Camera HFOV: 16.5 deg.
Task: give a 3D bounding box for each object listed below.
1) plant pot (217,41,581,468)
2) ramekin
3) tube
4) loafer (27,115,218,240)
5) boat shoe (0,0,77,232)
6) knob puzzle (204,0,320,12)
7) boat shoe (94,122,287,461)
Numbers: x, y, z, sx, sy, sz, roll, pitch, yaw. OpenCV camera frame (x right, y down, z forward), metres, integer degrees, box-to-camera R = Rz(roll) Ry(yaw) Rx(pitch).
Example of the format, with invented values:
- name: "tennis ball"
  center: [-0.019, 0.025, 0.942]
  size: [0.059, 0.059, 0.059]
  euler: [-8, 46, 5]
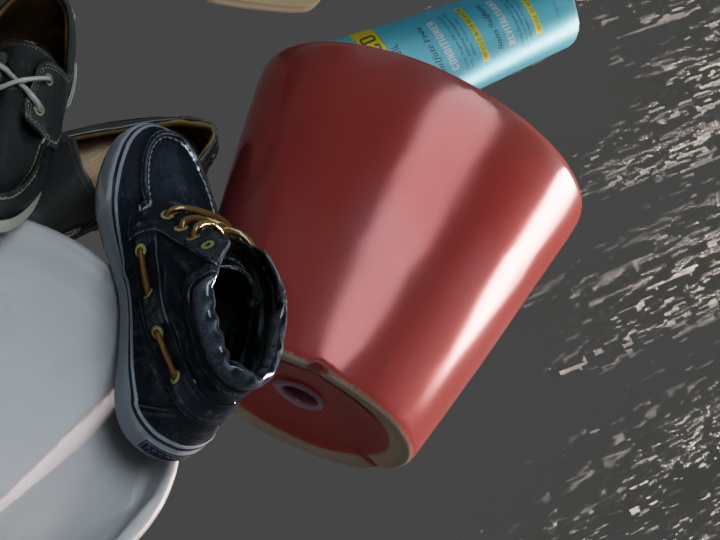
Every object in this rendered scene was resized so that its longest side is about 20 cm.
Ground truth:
- name: "plant pot"
  center: [0.000, 0.000, 1.383]
  size: [0.200, 0.200, 0.178]
  euler: [32, 67, -12]
- name: "ramekin"
  center: [-0.199, 0.080, 1.287]
  size: [0.201, 0.094, 0.203]
  euler: [12, 62, -24]
- name: "tube"
  center: [0.046, -0.132, 1.549]
  size: [0.199, 0.050, 0.078]
  euler: [-25, 74, -29]
- name: "loafer"
  center: [-0.168, -0.047, 1.374]
  size: [0.199, 0.072, 0.073]
  euler: [-25, 82, -33]
- name: "boat shoe"
  center: [-0.191, -0.089, 1.321]
  size: [0.071, 0.068, 0.200]
  euler: [18, 32, -5]
- name: "knob puzzle"
  center: [-0.089, -0.238, 1.528]
  size: [0.219, 0.030, 0.221]
  euler: [12, 64, -25]
- name: "boat shoe"
  center: [-0.082, -0.006, 1.281]
  size: [0.071, 0.091, 0.201]
  euler: [18, 50, -35]
